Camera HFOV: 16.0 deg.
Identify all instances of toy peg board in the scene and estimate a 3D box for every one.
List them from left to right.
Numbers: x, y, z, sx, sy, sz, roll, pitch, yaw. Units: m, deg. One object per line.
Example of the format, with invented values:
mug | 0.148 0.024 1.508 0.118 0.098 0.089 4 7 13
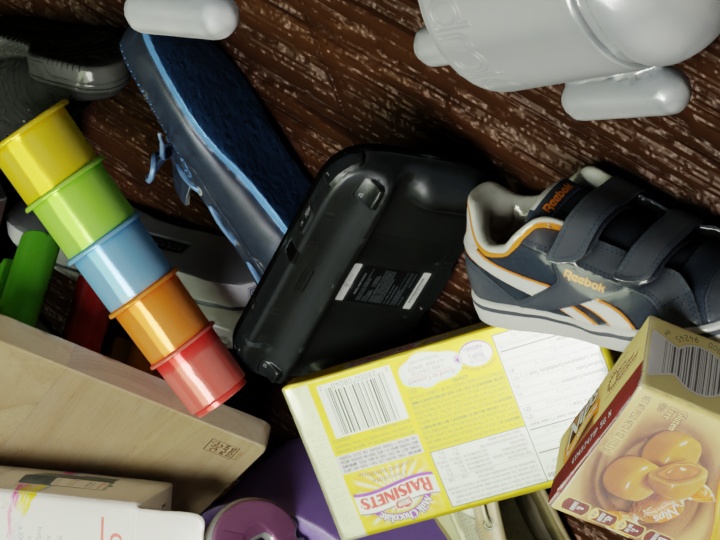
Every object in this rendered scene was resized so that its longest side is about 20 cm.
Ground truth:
toy peg board | -0.175 0.072 1.617 0.199 0.098 0.200 23 147 -15

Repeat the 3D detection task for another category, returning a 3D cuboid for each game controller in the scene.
game controller | 0.000 0.000 1.483 0.200 0.104 0.042 -59 40 44

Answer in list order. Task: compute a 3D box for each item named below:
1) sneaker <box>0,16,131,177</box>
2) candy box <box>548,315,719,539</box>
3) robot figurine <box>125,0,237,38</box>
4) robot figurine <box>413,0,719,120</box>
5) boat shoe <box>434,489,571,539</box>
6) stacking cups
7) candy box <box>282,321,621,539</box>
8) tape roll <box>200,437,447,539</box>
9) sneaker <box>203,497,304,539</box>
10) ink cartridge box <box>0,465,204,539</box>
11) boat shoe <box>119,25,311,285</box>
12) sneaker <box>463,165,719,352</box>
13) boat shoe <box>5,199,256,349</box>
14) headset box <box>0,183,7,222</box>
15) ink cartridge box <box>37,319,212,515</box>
sneaker | -0.198 -0.098 1.594 0.200 0.060 0.104 19 122 50
candy box | 0.214 0.110 1.344 0.200 0.055 0.116 23 137 -7
robot figurine | -0.099 -0.211 1.388 0.200 0.113 0.170 2 101 39
robot figurine | 0.107 -0.150 1.264 0.200 0.113 0.170 -7 118 43
boat shoe | 0.101 0.169 1.531 0.063 0.073 0.201 -26 90 45
stacking cups | -0.141 -0.003 1.512 0.060 0.060 0.200 -27 100 47
candy box | 0.061 0.085 1.478 0.200 0.026 0.102 -17 103 23
tape roll | -0.015 0.212 1.650 0.200 0.085 0.200 22 130 29
sneaker | -0.048 0.237 1.582 0.088 0.080 0.200 -26 94 52
ink cartridge box | -0.182 0.187 1.586 0.199 0.067 0.117 5 98 15
boat shoe | -0.087 -0.058 1.518 0.069 0.084 0.200 -29 96 34
sneaker | 0.135 -0.007 1.369 0.200 0.078 0.080 5 122 38
boat shoe | -0.142 0.005 1.620 0.200 0.074 0.066 20 126 31
headset box | -0.304 -0.040 1.676 0.149 0.077 0.200 64 150 26
ink cartridge box | -0.227 0.157 1.725 0.200 0.176 0.084 47 138 5
